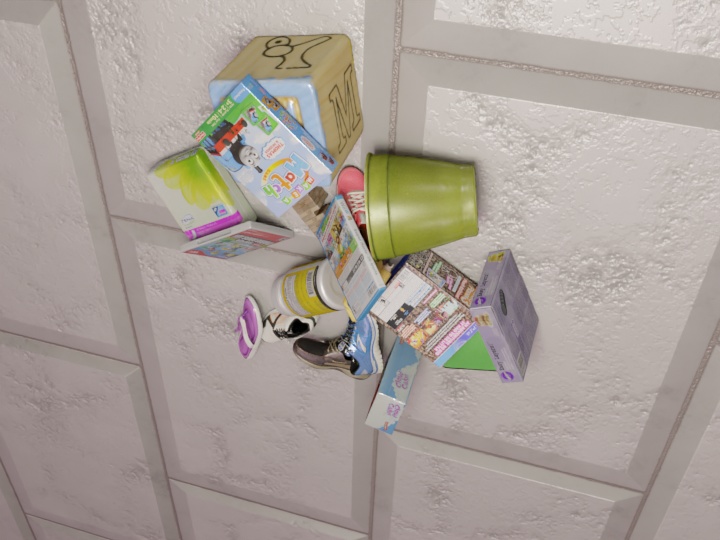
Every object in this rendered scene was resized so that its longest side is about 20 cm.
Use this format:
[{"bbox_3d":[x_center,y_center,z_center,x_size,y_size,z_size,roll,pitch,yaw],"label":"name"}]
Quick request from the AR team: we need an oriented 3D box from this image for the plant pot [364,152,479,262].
[{"bbox_3d":[0.116,-0.122,1.401,0.192,0.201,0.201,-4,127,9],"label":"plant pot"}]

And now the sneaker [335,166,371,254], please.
[{"bbox_3d":[0.002,-0.105,1.464,0.073,0.201,0.087,-8,175,-10],"label":"sneaker"}]

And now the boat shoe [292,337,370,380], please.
[{"bbox_3d":[-0.056,0.186,1.771,0.199,0.075,0.073,17,129,-17],"label":"boat shoe"}]

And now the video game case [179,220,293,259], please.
[{"bbox_3d":[-0.262,-0.061,1.632,0.200,0.143,0.018,-15,76,31],"label":"video game case"}]

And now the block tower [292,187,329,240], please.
[{"bbox_3d":[-0.086,-0.120,1.554,0.054,0.058,0.200,-23,115,34],"label":"block tower"}]

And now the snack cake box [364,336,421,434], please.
[{"bbox_3d":[0.077,0.241,1.685,0.067,0.200,0.115,22,132,2],"label":"snack cake box"}]

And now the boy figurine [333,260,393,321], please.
[{"bbox_3d":[0.000,0.000,1.528,0.124,0.201,0.064,15,171,-7],"label":"boy figurine"}]

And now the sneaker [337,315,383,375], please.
[{"bbox_3d":[-0.007,0.147,1.691,0.089,0.079,0.201,-16,111,-14],"label":"sneaker"}]

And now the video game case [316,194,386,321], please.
[{"bbox_3d":[-0.021,-0.021,1.440,0.200,0.018,0.143,64,153,18],"label":"video game case"}]

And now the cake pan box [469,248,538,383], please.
[{"bbox_3d":[0.284,0.090,1.496,0.052,0.184,0.200,-9,124,32],"label":"cake pan box"}]

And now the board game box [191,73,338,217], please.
[{"bbox_3d":[-0.158,-0.199,1.264,0.200,0.037,0.151,43,129,-16],"label":"board game box"}]

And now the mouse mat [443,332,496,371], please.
[{"bbox_3d":[0.236,0.140,1.655,0.160,0.008,0.200,1,126,21],"label":"mouse mat"}]

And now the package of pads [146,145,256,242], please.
[{"bbox_3d":[-0.334,-0.155,1.615,0.154,0.068,0.200,-14,120,28],"label":"package of pads"}]

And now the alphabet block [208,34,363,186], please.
[{"bbox_3d":[-0.121,-0.281,1.342,0.195,0.200,0.197,6,129,18],"label":"alphabet block"}]

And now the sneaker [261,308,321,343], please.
[{"bbox_3d":[-0.170,0.126,1.771,0.200,0.080,0.074,-30,115,38],"label":"sneaker"}]

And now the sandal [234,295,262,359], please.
[{"bbox_3d":[-0.271,0.146,1.823,0.082,0.050,0.203,47,142,32],"label":"sandal"}]

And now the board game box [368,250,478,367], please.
[{"bbox_3d":[0.141,0.069,1.572,0.200,0.097,0.160,37,126,-4],"label":"board game box"}]

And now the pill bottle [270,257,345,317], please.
[{"bbox_3d":[-0.097,0.038,1.625,0.200,0.114,0.114,-14,123,50],"label":"pill bottle"}]
